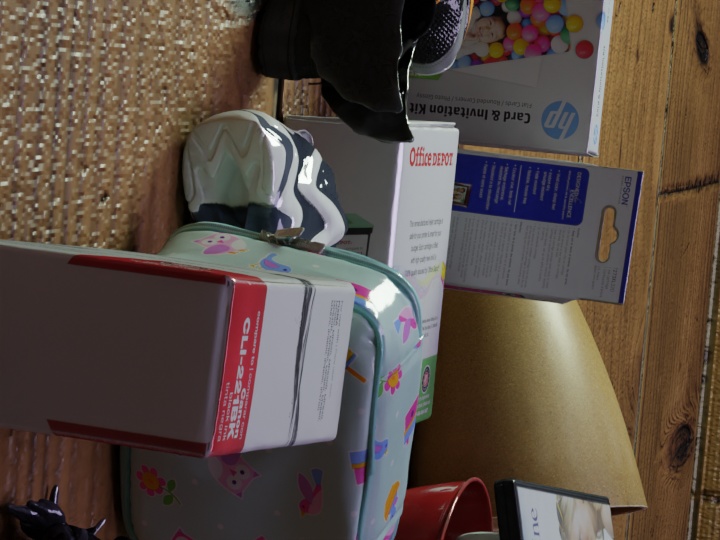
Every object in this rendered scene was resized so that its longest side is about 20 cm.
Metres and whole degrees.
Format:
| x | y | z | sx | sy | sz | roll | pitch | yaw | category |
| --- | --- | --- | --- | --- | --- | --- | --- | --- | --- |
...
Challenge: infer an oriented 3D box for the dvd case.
| x | y | z | sx | sy | sz | roll | pitch | yaw | category |
| --- | --- | --- | --- | --- | --- | --- | --- | --- | --- |
| 0.139 | 0.217 | 1.742 | 0.200 | 0.018 | 0.143 | 19 | 63 | -65 | dvd case |

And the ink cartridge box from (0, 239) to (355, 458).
| x | y | z | sx | sy | sz | roll | pitch | yaw | category |
| --- | --- | --- | --- | --- | --- | --- | --- | --- | --- |
| -0.100 | 0.035 | 1.225 | 0.200 | 0.144 | 0.084 | 2 | 96 | -74 | ink cartridge box |

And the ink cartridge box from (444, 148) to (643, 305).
| x | y | z | sx | sy | sz | roll | pitch | yaw | category |
| --- | --- | --- | --- | --- | --- | --- | --- | --- | --- |
| 0.091 | -0.032 | 1.778 | 0.037 | 0.200 | 0.095 | 35 | 63 | -72 | ink cartridge box |

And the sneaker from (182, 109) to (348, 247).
| x | y | z | sx | sy | sz | roll | pitch | yaw | category |
| --- | --- | --- | --- | --- | --- | --- | --- | --- | --- |
| -0.051 | 0.006 | 1.506 | 0.130 | 0.079 | 0.200 | -11 | 97 | -65 | sneaker |

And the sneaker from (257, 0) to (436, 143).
| x | y | z | sx | sy | sz | roll | pitch | yaw | category |
| --- | --- | --- | --- | --- | --- | --- | --- | --- | --- |
| 0.002 | -0.166 | 1.586 | 0.060 | 0.104 | 0.200 | 76 | 26 | -50 | sneaker |

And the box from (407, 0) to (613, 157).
| x | y | z | sx | sy | sz | roll | pitch | yaw | category |
| --- | --- | --- | --- | --- | --- | --- | --- | --- | --- |
| 0.101 | -0.187 | 1.839 | 0.041 | 0.156 | 0.200 | 1 | 95 | -72 | box |

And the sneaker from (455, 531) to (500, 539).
| x | y | z | sx | sy | sz | roll | pitch | yaw | category |
| --- | --- | --- | --- | --- | --- | --- | --- | --- | --- |
| 0.106 | 0.261 | 1.773 | 0.200 | 0.074 | 0.118 | 43 | 47 | -59 | sneaker |

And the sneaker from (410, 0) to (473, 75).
| x | y | z | sx | sy | sz | roll | pitch | yaw | category |
| --- | --- | --- | --- | --- | --- | --- | --- | --- | --- |
| 0.026 | -0.218 | 1.693 | 0.077 | 0.078 | 0.200 | -83 | 161 | -64 | sneaker |

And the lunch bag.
| x | y | z | sx | sy | sz | roll | pitch | yaw | category |
| --- | --- | --- | --- | --- | --- | --- | --- | --- | --- |
| -0.053 | 0.072 | 1.390 | 0.077 | 0.160 | 0.200 | -46 | 145 | -58 | lunch bag |

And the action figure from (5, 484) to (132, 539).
| x | y | z | sx | sy | sz | roll | pitch | yaw | category |
| --- | --- | --- | --- | --- | --- | --- | --- | --- | --- |
| -0.134 | 0.185 | 1.244 | 0.119 | 0.102 | 0.200 | 49 | 1 | -33 | action figure |

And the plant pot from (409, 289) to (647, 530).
| x | y | z | sx | sy | sz | roll | pitch | yaw | category |
| --- | --- | --- | --- | --- | --- | --- | --- | --- | --- |
| 0.121 | 0.097 | 2.020 | 0.186 | 0.186 | 0.200 | 24 | 60 | -74 | plant pot |

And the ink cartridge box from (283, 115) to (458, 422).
| x | y | z | sx | sy | sz | roll | pitch | yaw | category |
| --- | --- | --- | --- | --- | --- | --- | --- | --- | --- |
| 0.000 | 0.000 | 1.678 | 0.145 | 0.084 | 0.200 | -9 | 105 | -74 | ink cartridge box |

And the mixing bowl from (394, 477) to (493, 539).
| x | y | z | sx | sy | sz | roll | pitch | yaw | category |
| --- | --- | --- | --- | --- | --- | --- | --- | --- | --- |
| 0.018 | 0.235 | 1.787 | 0.200 | 0.108 | 0.201 | 7 | 90 | -75 | mixing bowl |
